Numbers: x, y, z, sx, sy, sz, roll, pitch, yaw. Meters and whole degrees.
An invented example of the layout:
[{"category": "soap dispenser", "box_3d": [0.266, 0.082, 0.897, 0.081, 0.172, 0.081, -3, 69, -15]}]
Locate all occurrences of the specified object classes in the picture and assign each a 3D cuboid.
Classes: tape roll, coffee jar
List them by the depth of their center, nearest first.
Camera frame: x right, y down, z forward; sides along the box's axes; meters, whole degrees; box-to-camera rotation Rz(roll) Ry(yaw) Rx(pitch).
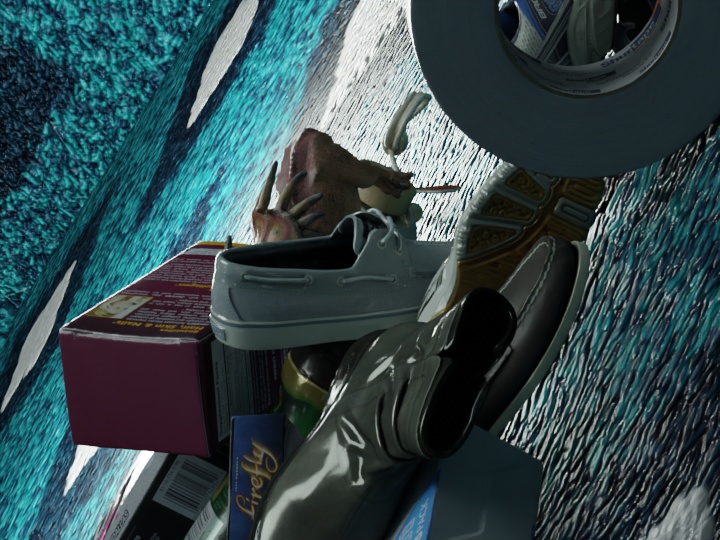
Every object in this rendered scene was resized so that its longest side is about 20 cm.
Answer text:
[{"category": "tape roll", "box_3d": [0.125, -0.156, 1.535, 0.201, 0.200, 0.066, -60, 13, 14]}, {"category": "coffee jar", "box_3d": [-0.032, 0.132, 1.812, 0.200, 0.104, 0.085, -60, 15, 11]}]

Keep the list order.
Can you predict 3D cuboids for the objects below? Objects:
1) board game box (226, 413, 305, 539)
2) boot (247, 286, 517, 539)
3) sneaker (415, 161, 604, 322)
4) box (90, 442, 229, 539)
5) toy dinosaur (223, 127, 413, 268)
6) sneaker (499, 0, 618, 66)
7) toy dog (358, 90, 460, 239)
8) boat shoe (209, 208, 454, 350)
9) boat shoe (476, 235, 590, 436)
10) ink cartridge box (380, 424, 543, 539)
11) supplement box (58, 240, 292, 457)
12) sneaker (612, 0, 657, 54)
[{"category": "board game box", "box_3d": [-0.047, 0.199, 1.591, 0.136, 0.034, 0.201, 57, -148, -66]}, {"category": "boot", "box_3d": [0.011, 0.102, 1.475, 0.131, 0.068, 0.200, -26, 38, 62]}, {"category": "sneaker", "box_3d": [0.081, -0.007, 1.702, 0.200, 0.075, 0.088, -59, 12, 14]}, {"category": "box", "box_3d": [-0.116, 0.192, 1.967, 0.200, 0.132, 0.115, -60, 11, 20]}, {"category": "toy dinosaur", "box_3d": [-0.032, -0.046, 1.852, 0.086, 0.135, 0.200, -34, 38, 29]}, {"category": "sneaker", "box_3d": [0.111, -0.131, 1.682, 0.077, 0.085, 0.200, -87, -2, -45]}, {"category": "toy dog", "box_3d": [0.029, -0.034, 2.014, 0.132, 0.096, 0.200, -58, -2, 35]}, {"category": "boat shoe", "box_3d": [-0.001, 0.000, 1.759, 0.070, 0.200, 0.072, -131, 35, -58]}, {"category": "boat shoe", "box_3d": [0.069, 0.061, 1.639, 0.202, 0.060, 0.072, -60, 13, 14]}, {"category": "ink cartridge box", "box_3d": [0.021, 0.192, 1.539, 0.200, 0.068, 0.115, -55, 13, 35]}, {"category": "supplement box", "box_3d": [-0.108, 0.051, 1.876, 0.200, 0.110, 0.086, -36, -55, -58]}, {"category": "sneaker", "box_3d": [0.196, -0.218, 1.686, 0.200, 0.075, 0.087, -66, 6, -13]}]
